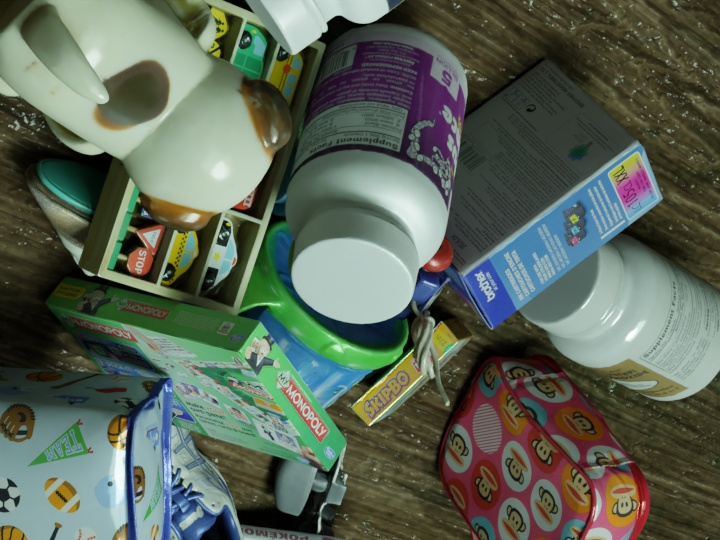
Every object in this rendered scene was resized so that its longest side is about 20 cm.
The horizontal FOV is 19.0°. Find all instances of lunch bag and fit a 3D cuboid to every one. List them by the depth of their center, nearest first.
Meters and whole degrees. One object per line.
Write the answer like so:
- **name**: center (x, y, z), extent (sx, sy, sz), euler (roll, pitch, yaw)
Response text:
- **lunch bag**: center (-0.219, 0.177, 1.476), extent (0.169, 0.124, 0.201), euler (5, 103, 10)
- **lunch bag**: center (0.146, 0.189, 1.823), extent (0.082, 0.200, 0.177), euler (-2, 130, -34)

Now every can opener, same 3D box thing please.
- **can opener**: center (-0.057, 0.217, 1.822), extent (0.066, 0.053, 0.201), euler (16, 121, -8)

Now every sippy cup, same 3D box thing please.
- **sippy cup**: center (-0.055, 0.054, 1.610), extent (0.177, 0.140, 0.130), euler (32, 118, -18)

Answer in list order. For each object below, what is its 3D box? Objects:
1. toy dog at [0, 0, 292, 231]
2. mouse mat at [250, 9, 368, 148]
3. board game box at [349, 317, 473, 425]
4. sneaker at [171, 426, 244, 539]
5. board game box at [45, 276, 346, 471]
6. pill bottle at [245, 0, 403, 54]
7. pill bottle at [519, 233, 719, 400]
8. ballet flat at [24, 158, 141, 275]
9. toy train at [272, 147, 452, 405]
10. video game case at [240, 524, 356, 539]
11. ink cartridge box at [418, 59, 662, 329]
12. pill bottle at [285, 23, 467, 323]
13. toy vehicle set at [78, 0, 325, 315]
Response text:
- **toy dog**: center (-0.133, -0.121, 1.317), extent (0.140, 0.194, 0.200), euler (-49, 119, -2)
- **mouse mat**: center (-0.038, -0.113, 1.556), extent (0.199, 0.008, 0.161), euler (15, 116, -46)
- **board game box**: center (0.042, 0.078, 1.694), extent (0.096, 0.030, 0.200), euler (-44, 173, 4)
- **sneaker**: center (-0.144, 0.162, 1.663), extent (0.075, 0.088, 0.200), euler (-39, 139, 2)
- **board game box**: center (-0.116, 0.071, 1.506), extent (0.029, 0.199, 0.135), euler (-54, 134, -25)
- **pill bottle**: center (0.011, -0.233, 1.404), extent (0.200, 0.111, 0.111), euler (-37, 140, -3)
- **pill bottle**: center (0.217, 0.031, 1.799), extent (0.114, 0.114, 0.200), euler (-50, 139, 12)
- **ballet flat**: center (-0.162, -0.025, 1.498), extent (0.199, 0.068, 0.067), euler (14, 124, -42)
- **toy train**: center (0.000, 0.000, 1.537), extent (0.115, 0.201, 0.085), euler (9, 144, -32)
- **video game case**: center (-0.084, 0.301, 1.828), extent (0.181, 0.023, 0.201), euler (9, 123, -13)
- **ink cartridge box**: center (0.107, -0.050, 1.623), extent (0.200, 0.137, 0.076), euler (-35, 135, -5)
- **pill bottle**: center (0.009, -0.065, 1.462), extent (0.112, 0.201, 0.113), euler (6, 139, 6)
- **toy vehicle set**: center (-0.106, -0.079, 1.455), extent (0.124, 0.026, 0.201), euler (17, 92, -42)
